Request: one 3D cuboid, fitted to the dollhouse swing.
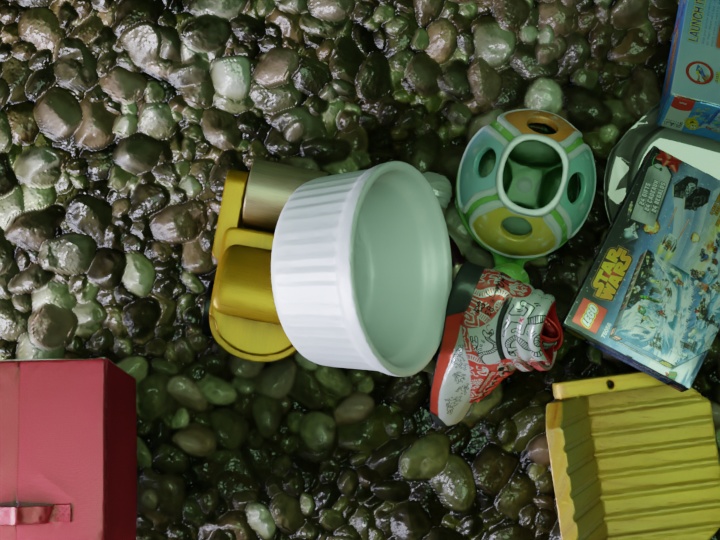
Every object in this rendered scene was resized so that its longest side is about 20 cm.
[{"bbox_3d":[0.270,0.199,1.601,0.182,0.176,0.200,-7,86,1],"label":"dollhouse swing"}]

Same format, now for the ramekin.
[{"bbox_3d":[0.000,0.000,1.564,0.098,0.200,0.201,-3,87,29],"label":"ramekin"}]

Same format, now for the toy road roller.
[{"bbox_3d":[-0.087,-0.009,1.632,0.123,0.146,0.200,10,87,1],"label":"toy road roller"}]

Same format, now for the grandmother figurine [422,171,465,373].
[{"bbox_3d":[0.054,-0.002,1.675,0.121,0.061,0.200,9,85,10],"label":"grandmother figurine"}]

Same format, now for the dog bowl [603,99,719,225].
[{"bbox_3d":[0.341,-0.081,1.672,0.200,0.059,0.200,0,88,1],"label":"dog bowl"}]

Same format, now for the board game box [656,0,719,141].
[{"bbox_3d":[0.407,-0.211,1.639,0.196,0.056,0.200,15,61,2],"label":"board game box"}]

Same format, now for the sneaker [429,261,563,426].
[{"bbox_3d":[0.132,0.090,1.607,0.108,0.067,0.201,19,130,15],"label":"sneaker"}]

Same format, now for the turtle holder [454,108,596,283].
[{"bbox_3d":[0.152,-0.072,1.638,0.141,0.132,0.186,40,88,2],"label":"turtle holder"}]

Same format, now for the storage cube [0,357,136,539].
[{"bbox_3d":[-0.313,0.184,1.606,0.171,0.200,0.180,-1,81,2],"label":"storage cube"}]

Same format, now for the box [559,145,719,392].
[{"bbox_3d":[0.297,-0.002,1.609,0.137,0.040,0.200,28,81,2],"label":"box"}]
